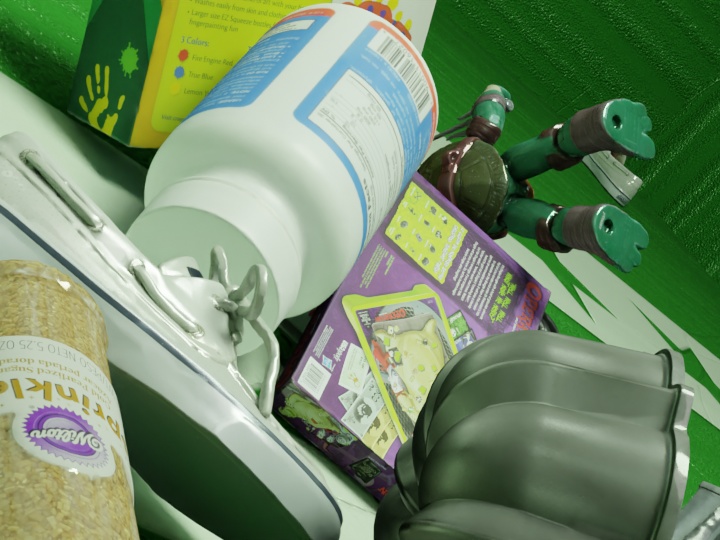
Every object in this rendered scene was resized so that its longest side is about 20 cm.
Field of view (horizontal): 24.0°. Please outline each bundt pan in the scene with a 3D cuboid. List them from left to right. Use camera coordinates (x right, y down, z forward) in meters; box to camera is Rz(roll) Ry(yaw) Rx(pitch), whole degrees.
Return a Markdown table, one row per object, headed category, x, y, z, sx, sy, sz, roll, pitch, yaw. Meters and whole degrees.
| category | x | y | z | sx | sy | sz | roll | pitch | yaw |
| --- | --- | --- | --- | --- | --- | --- | --- | --- | --- |
| bundt pan | 0.039 | 0.109 | 0.578 | 0.075 | 0.203 | 0.202 | 20 | 15 | -2 |

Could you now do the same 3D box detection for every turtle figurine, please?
| category | x | y | z | sx | sy | sz | roll | pitch | yaw |
| --- | --- | --- | --- | --- | --- | --- | --- | --- | --- |
| turtle figurine | 0.085 | -0.042 | 1.034 | 0.100 | 0.199 | 0.151 | -7 | 90 | -40 |

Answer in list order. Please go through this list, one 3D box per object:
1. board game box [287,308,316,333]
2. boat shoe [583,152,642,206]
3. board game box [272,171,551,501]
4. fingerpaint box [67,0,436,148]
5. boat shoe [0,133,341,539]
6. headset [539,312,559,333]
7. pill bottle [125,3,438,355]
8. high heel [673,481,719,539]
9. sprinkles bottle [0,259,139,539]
| category | x | y | z | sx | sy | sz | roll | pitch | yaw |
| --- | --- | --- | --- | --- | --- | --- | --- | --- | --- |
| board game box | 0.000 | 0.000 | 1.053 | 0.148 | 0.064 | 0.200 | 44 | 14 | -6 |
| boat shoe | 0.460 | -0.207 | 3.103 | 0.074 | 0.086 | 0.202 | 36 | 16 | -36 |
| board game box | 0.032 | 0.040 | 0.916 | 0.120 | 0.032 | 0.200 | 38 | 40 | -8 |
| fingerpaint box | -0.054 | -0.152 | 0.976 | 0.199 | 0.168 | 0.073 | 2 | 20 | -44 |
| boat shoe | -0.073 | 0.022 | 0.650 | 0.202 | 0.086 | 0.075 | 40 | -32 | 3 |
| headset | 0.108 | 0.040 | 1.185 | 0.123 | 0.094 | 0.201 | 31 | 31 | -62 |
| pill bottle | -0.041 | -0.046 | 0.850 | 0.112 | 0.112 | 0.200 | 43 | 38 | -7 |
| high heel | 0.094 | 0.151 | 0.928 | 0.199 | 0.142 | 0.072 | 12 | -47 | 48 |
| sprinkles bottle | -0.099 | 0.072 | 0.500 | 0.068 | 0.068 | 0.200 | 38 | 14 | -29 |
